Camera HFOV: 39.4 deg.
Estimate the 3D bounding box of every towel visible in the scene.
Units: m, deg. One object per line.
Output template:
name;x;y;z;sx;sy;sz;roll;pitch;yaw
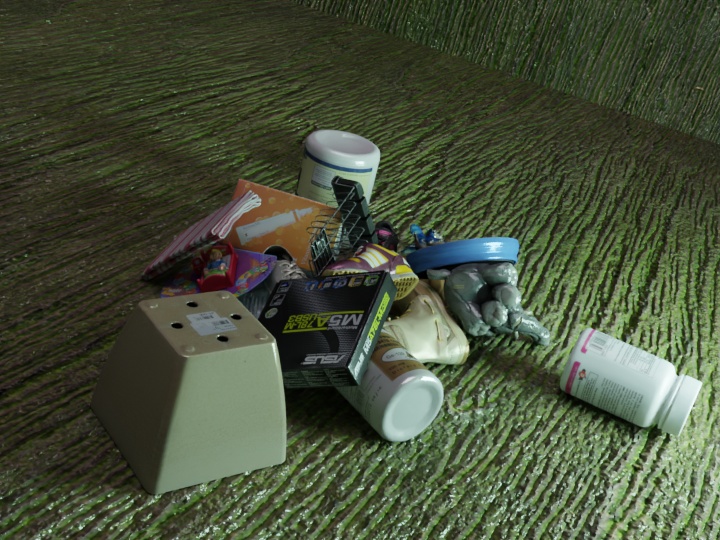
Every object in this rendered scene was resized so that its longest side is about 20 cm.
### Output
towel;-0.265;-0.054;1.669;0.030;0.200;0.146;54;37;-14

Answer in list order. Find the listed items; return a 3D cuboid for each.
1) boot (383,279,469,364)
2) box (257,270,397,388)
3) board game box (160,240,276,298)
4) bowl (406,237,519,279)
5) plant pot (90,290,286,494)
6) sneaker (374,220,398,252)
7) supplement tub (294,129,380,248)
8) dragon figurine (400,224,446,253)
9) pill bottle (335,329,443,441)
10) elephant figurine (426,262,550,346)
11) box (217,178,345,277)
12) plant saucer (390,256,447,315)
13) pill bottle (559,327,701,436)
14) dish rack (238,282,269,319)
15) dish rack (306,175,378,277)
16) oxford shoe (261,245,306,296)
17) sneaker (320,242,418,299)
boot;0.067;0.086;1.660;0.155;0.073;0.200;-4;43;-33
box;-0.065;0.086;1.456;0.200;0.048;0.193;-5;39;30
board game box;-0.237;-0.005;1.623;0.200;0.039;0.158;10;39;45
bowl;0.181;-0.019;1.776;0.200;0.039;0.201;-7;-8;-1
plant pot;-0.212;0.138;1.300;0.200;0.177;0.200;-7;32;-36
sneaker;0.029;-0.032;1.788;0.077;0.084;0.200;0;24;2
supplement tub;-0.051;-0.155;1.939;0.145;0.200;0.145;12;26;-6
dragon figurine;0.117;-0.051;1.937;0.099;0.059;0.200;27;11;31
pill bottle;0.019;0.148;1.468;0.114;0.114;0.200;-6;32;-36
elephant figurine;0.226;0.064;1.734;0.200;0.141;0.155;36;34;-65
box;-0.135;-0.065;1.771;0.200;0.125;0.097;17;-13;6
plant saucer;0.070;0.020;1.846;0.200;0.032;0.200;11;25;-5
pill bottle;0.432;0.181;1.613;0.200;0.113;0.113;25;28;20
dish rack;-0.113;0.074;1.630;0.200;0.044;0.172;-1;31;-29
dish rack;-0.038;-0.044;1.658;0.055;0.154;0.200;4;41;29
oxford shoe;-0.114;0.020;1.626;0.075;0.058;0.200;-1;31;-31
sneaker;0.000;0.000;1.613;0.200;0.075;0.090;6;41;-46
